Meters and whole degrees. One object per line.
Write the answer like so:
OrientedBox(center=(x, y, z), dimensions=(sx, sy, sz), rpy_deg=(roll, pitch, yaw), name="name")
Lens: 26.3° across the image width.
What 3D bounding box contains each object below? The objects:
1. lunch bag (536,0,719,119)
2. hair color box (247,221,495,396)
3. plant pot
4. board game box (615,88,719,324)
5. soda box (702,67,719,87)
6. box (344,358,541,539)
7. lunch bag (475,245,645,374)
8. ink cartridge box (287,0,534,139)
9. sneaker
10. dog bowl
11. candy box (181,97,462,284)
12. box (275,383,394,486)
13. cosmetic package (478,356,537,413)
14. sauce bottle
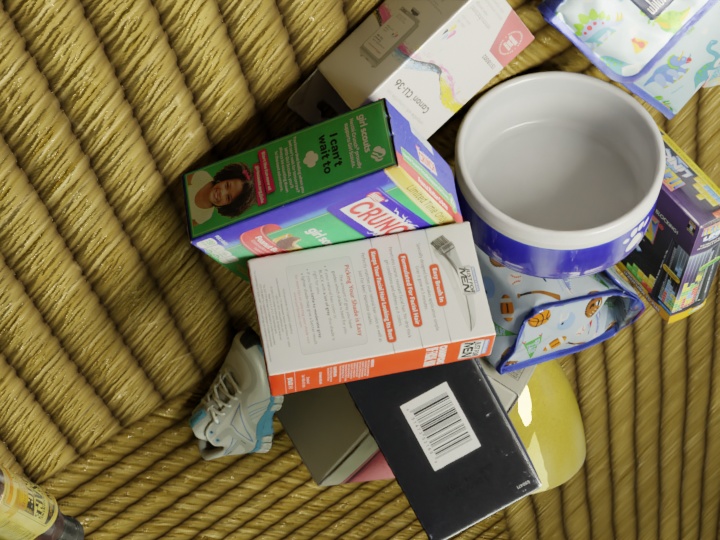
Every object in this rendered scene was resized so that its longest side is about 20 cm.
OrientedBox(center=(0.282, -0.262, 1.461), dimensions=(0.170, 0.127, 0.200), rpy_deg=(-46, 136, 17), name="lunch bag")
OrientedBox(center=(0.009, 0.034, 1.354), dimensions=(0.200, 0.111, 0.064), rpy_deg=(-10, 159, -4), name="hair color box")
OrientedBox(center=(0.173, 0.154, 1.851), dimensions=(0.200, 0.200, 0.142), rpy_deg=(-20, 123, -30), name="plant pot")
OrientedBox(center=(0.305, -0.068, 1.656), dimensions=(0.057, 0.200, 0.165), rpy_deg=(-25, 146, -20), name="board game box")
OrientedBox(center=(0.394, -0.288, 1.587), dimensions=(0.064, 0.068, 0.200), rpy_deg=(-13, 140, -36), name="soda box")
OrientedBox(center=(0.069, 0.134, 1.492), dimensions=(0.123, 0.200, 0.198), rpy_deg=(-28, -179, -1), name="box")
OrientedBox(center=(0.193, 0.002, 1.662), dimensions=(0.200, 0.170, 0.124), rpy_deg=(-9, 141, -39), name="lunch bag")
OrientedBox(center=(0.044, -0.178, 1.359), dimensions=(0.200, 0.068, 0.116), rpy_deg=(-43, 149, 8), name="ink cartridge box")
OrientedBox(center=(-0.133, 0.138, 1.591), dimensions=(0.087, 0.075, 0.200), rpy_deg=(-18, 144, -22), name="sneaker")
OrientedBox(center=(0.191, -0.093, 1.499), dimensions=(0.200, 0.200, 0.079), rpy_deg=(-29, 151, -17), name="dog bowl")
OrientedBox(center=(-0.029, -0.058, 1.364), dimensions=(0.200, 0.077, 0.169), rpy_deg=(-21, 154, 17), name="candy box")
OrientedBox(center=(0.020, 0.153, 1.710), dimensions=(0.200, 0.128, 0.109), rpy_deg=(2, 137, -48), name="box")
OrientedBox(center=(0.144, 0.089, 1.706), dimensions=(0.087, 0.103, 0.200), rpy_deg=(-61, 173, 35), name="cosmetic package")
OrientedBox(center=(-0.335, 0.236, 1.512), dimensions=(0.066, 0.066, 0.200), rpy_deg=(-39, 152, 0), name="sauce bottle")
